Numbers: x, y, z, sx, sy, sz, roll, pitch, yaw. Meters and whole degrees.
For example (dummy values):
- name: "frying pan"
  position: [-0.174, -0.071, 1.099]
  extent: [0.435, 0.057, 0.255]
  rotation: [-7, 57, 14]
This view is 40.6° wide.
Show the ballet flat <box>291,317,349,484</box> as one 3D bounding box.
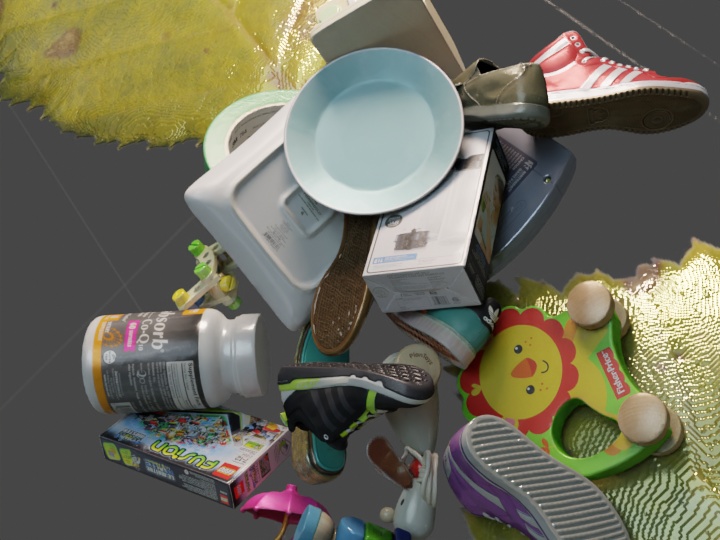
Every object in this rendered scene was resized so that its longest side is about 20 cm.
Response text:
- name: "ballet flat"
  position: [-0.050, 0.140, 1.087]
  extent: [0.070, 0.071, 0.202]
  rotation: [-14, 59, 22]

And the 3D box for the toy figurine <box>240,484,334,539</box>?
- name: "toy figurine"
  position: [-0.096, 0.318, 0.998]
  extent: [0.184, 0.150, 0.200]
  rotation: [-43, 76, -8]

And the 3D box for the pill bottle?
- name: "pill bottle"
  position: [-0.210, 0.104, 1.128]
  extent: [0.198, 0.117, 0.118]
  rotation: [-5, 63, 4]

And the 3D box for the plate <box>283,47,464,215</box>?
- name: "plate"
  position: [0.015, -0.148, 1.053]
  extent: [0.198, 0.026, 0.202]
  rotation: [-4, 69, 11]

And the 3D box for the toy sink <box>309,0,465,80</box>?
- name: "toy sink"
  position: [0.029, -0.274, 1.147]
  extent: [0.129, 0.200, 0.113]
  rotation: [-27, 51, 15]

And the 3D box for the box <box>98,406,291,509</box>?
- name: "box"
  position: [-0.187, 0.197, 1.108]
  extent: [0.198, 0.035, 0.110]
  rotation: [11, 32, 31]

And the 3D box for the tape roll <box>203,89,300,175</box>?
- name: "tape roll"
  position: [-0.091, -0.137, 1.186]
  extent: [0.198, 0.048, 0.202]
  rotation: [2, 50, -2]

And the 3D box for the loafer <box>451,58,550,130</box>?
- name: "loafer"
  position: [0.138, -0.192, 1.062]
  extent: [0.199, 0.075, 0.070]
  rotation: [13, 94, 56]

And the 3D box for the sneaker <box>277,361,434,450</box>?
- name: "sneaker"
  position: [-0.005, 0.134, 0.956]
  extent: [0.199, 0.071, 0.084]
  rotation: [-3, 88, 46]

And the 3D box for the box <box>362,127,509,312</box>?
- name: "box"
  position: [0.083, -0.055, 1.027]
  extent: [0.116, 0.060, 0.201]
  rotation: [-5, 47, 27]

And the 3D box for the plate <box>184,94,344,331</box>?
- name: "plate"
  position: [-0.063, -0.069, 1.086]
  extent: [0.200, 0.200, 0.032]
  rotation: [-44, 15, -21]

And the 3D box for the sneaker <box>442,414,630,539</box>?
- name: "sneaker"
  position: [0.163, 0.227, 0.930]
  extent: [0.200, 0.115, 0.073]
  rotation: [44, 58, 9]

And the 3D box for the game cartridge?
- name: "game cartridge"
  position: [0.143, -0.075, 1.098]
  extent: [0.200, 0.041, 0.133]
  rotation: [-48, 51, 0]

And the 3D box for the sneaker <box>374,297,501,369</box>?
- name: "sneaker"
  position: [0.076, 0.033, 1.051]
  extent: [0.080, 0.071, 0.200]
  rotation: [-46, 38, -9]

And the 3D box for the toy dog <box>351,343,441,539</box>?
- name: "toy dog"
  position: [0.033, 0.164, 1.000]
  extent: [0.095, 0.132, 0.202]
  rotation: [2, 56, 5]

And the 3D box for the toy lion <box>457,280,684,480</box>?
- name: "toy lion"
  position: [0.193, 0.118, 0.969]
  extent: [0.191, 0.069, 0.201]
  rotation: [-32, 56, 20]

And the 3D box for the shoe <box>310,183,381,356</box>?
- name: "shoe"
  position: [0.000, 0.000, 1.053]
  extent: [0.069, 0.053, 0.202]
  rotation: [4, 72, 35]

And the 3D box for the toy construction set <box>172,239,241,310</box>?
- name: "toy construction set"
  position: [-0.129, -0.019, 1.182]
  extent: [0.198, 0.093, 0.132]
  rotation: [-16, 36, 12]

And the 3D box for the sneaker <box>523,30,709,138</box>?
- name: "sneaker"
  position: [0.275, -0.208, 1.069]
  extent: [0.198, 0.072, 0.113]
  rotation: [-1, 53, 13]

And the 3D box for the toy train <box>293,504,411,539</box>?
- name: "toy train"
  position: [-0.033, 0.332, 0.940]
  extent: [0.115, 0.085, 0.202]
  rotation: [22, 96, 0]
